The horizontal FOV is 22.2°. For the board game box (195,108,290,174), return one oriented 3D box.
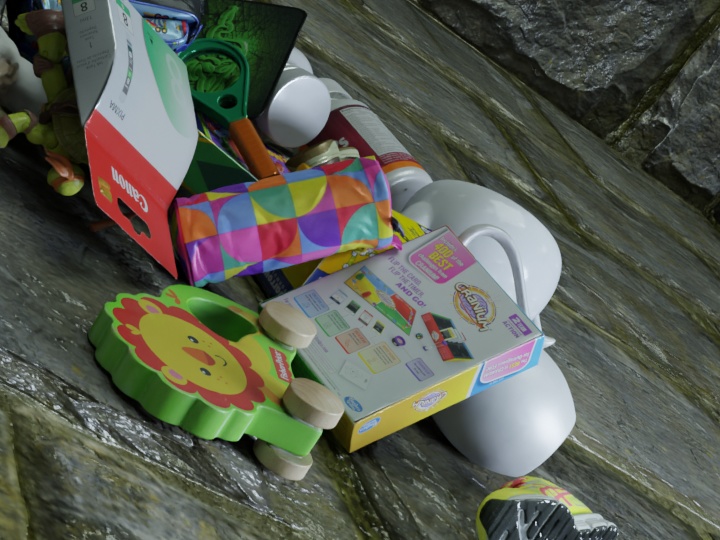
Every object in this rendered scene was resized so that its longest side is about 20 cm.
[{"bbox_3d":[-0.101,-0.089,1.892,0.199,0.045,0.135,32,17,-29],"label":"board game box"}]

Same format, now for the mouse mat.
[{"bbox_3d":[-0.154,-0.229,1.923,0.160,0.008,0.201,9,45,9],"label":"mouse mat"}]

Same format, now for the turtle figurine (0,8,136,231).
[{"bbox_3d":[-0.245,-0.127,1.481,0.199,0.064,0.162,16,61,-46],"label":"turtle figurine"}]

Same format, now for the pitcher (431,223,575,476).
[{"bbox_3d":[0.121,0.074,1.696,0.200,0.172,0.121,46,-4,-6],"label":"pitcher"}]

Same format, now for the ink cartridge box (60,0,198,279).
[{"bbox_3d":[-0.177,-0.115,1.483,0.161,0.050,0.201,49,23,-61],"label":"ink cartridge box"}]

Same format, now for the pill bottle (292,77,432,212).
[{"bbox_3d":[-0.009,-0.127,2.102,0.109,0.110,0.200,21,23,-51],"label":"pill bottle"}]

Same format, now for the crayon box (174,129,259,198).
[{"bbox_3d":[-0.178,-0.112,1.662,0.200,0.051,0.127,40,-8,-11],"label":"crayon box"}]

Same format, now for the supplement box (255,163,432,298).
[{"bbox_3d":[0.000,0.000,1.754,0.199,0.110,0.109,25,21,-44],"label":"supplement box"}]

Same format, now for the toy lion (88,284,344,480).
[{"bbox_3d":[-0.116,0.068,1.385,0.191,0.069,0.200,26,19,-22],"label":"toy lion"}]

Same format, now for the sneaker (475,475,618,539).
[{"bbox_3d":[0.141,0.214,1.572,0.090,0.078,0.200,40,6,33],"label":"sneaker"}]

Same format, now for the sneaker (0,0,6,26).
[{"bbox_3d":[-0.371,-0.245,1.682,0.082,0.072,0.200,8,25,-18],"label":"sneaker"}]

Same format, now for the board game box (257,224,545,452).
[{"bbox_3d":[0.034,0.055,1.573,0.199,0.040,0.153,-22,53,-25],"label":"board game box"}]

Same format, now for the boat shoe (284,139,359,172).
[{"bbox_3d":[-0.032,-0.087,1.853,0.200,0.073,0.065,-1,67,-79],"label":"boat shoe"}]

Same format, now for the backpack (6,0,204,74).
[{"bbox_3d":[-0.253,-0.239,1.730,0.182,0.200,0.135,10,67,-24],"label":"backpack"}]

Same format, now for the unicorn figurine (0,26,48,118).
[{"bbox_3d":[-0.300,-0.160,1.547,0.199,0.074,0.138,30,17,-34],"label":"unicorn figurine"}]

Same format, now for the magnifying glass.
[{"bbox_3d":[-0.129,-0.159,1.833,0.022,0.079,0.200,92,-27,-51],"label":"magnifying glass"}]

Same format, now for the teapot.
[{"bbox_3d":[0.110,0.013,1.940,0.199,0.147,0.198,24,-22,12],"label":"teapot"}]

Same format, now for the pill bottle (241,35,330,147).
[{"bbox_3d":[-0.120,-0.208,1.996,0.111,0.112,0.200,26,9,-44],"label":"pill bottle"}]

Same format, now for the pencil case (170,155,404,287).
[{"bbox_3d":[-0.063,-0.039,1.581,0.199,0.089,0.089,-10,29,-8],"label":"pencil case"}]
